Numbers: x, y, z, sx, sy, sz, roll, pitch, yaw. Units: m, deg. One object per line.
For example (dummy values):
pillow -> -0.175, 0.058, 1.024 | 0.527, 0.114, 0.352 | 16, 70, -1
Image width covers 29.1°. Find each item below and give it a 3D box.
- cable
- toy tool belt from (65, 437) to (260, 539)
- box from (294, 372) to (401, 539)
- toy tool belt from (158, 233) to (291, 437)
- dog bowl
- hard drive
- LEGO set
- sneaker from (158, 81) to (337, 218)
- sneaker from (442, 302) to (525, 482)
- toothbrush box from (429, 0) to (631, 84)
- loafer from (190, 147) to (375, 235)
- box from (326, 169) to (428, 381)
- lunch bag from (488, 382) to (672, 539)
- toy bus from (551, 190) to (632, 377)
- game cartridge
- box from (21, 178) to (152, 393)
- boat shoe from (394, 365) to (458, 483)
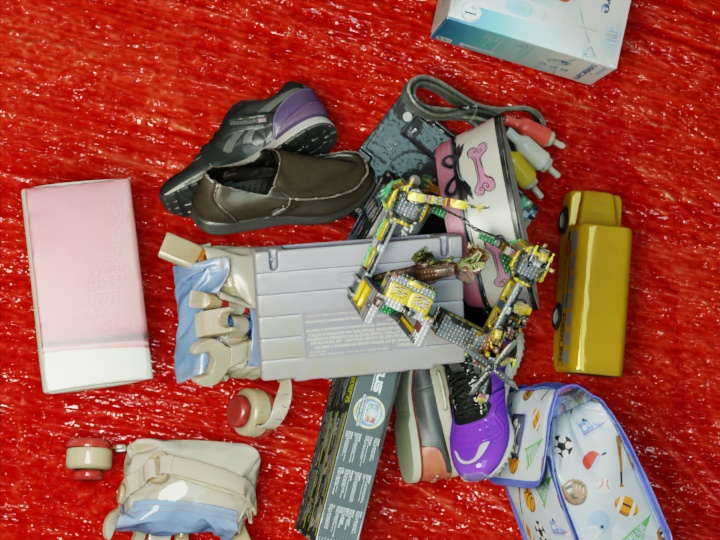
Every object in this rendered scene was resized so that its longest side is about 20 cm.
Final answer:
cable -> 0.140, -0.166, 1.503 | 0.199, 0.050, 0.098 | 34, 67, -23
toy tool belt -> -0.199, 0.234, 1.394 | 0.198, 0.125, 0.124 | 4, 76, -9
box -> -0.013, 0.178, 1.412 | 0.044, 0.160, 0.202 | 15, 82, -9
toy tool belt -> -0.149, 0.066, 1.399 | 0.122, 0.124, 0.202 | 10, 68, -38
dog bowl -> 0.128, -0.052, 1.410 | 0.073, 0.200, 0.202 | -11, 87, 9
hard drive -> 0.079, -0.076, 1.513 | 0.199, 0.038, 0.140 | 38, 80, -4
LEGO set -> 0.084, 0.013, 1.245 | 0.199, 0.116, 0.154 | 33, 95, -15
sneaker -> -0.128, -0.130, 1.476 | 0.199, 0.076, 0.088 | -26, 61, -4
sneaker -> 0.113, 0.116, 1.434 | 0.100, 0.069, 0.201 | 48, 40, -39
toothbrush box -> 0.193, -0.307, 1.530 | 0.198, 0.085, 0.148 | 16, 82, -10
loafer -> -0.075, -0.088, 1.417 | 0.198, 0.072, 0.073 | -15, 50, -19
box -> 0.000, 0.000, 1.406 | 0.046, 0.159, 0.201 | 29, 97, -7
lunch bag -> 0.214, 0.215, 1.446 | 0.123, 0.170, 0.202 | -20, 90, -16
toy bus -> 0.253, 0.014, 1.515 | 0.064, 0.078, 0.202 | 6, 84, -10
game cartridge -> 0.000, 0.035, 1.313 | 0.198, 0.038, 0.131 | -4, 107, -9
box -> -0.274, 0.018, 1.395 | 0.108, 0.128, 0.202 | -7, 87, -11
boat shoe -> 0.069, 0.124, 1.477 | 0.062, 0.071, 0.202 | -4, 87, -17
